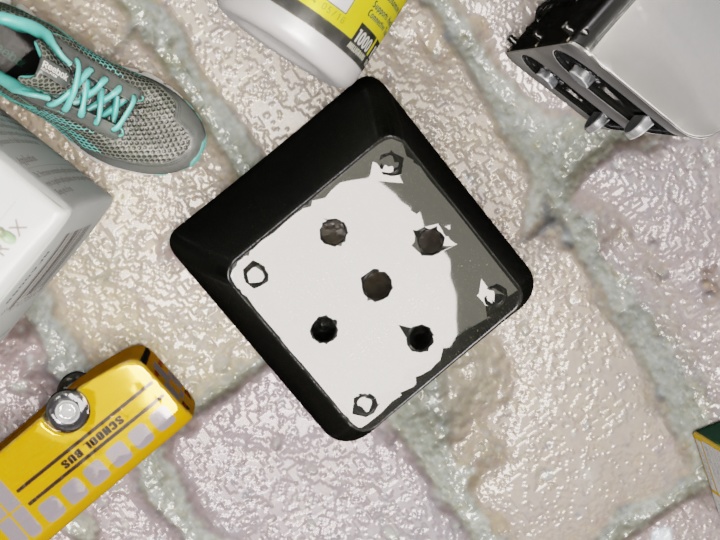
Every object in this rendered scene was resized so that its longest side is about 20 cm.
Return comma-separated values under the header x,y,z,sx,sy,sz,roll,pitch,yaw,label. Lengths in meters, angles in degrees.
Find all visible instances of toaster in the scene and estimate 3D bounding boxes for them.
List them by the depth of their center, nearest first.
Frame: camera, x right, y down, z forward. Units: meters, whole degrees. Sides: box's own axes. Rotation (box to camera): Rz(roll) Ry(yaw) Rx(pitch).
x,y,z,sx,sy,sz,roll,pitch,yaw,label
0.214,-0.186,0.748,0.119,0.181,0.200,41,92,-12,toaster

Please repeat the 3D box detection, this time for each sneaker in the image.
x,y,z,sx,sy,sz,roll,pitch,yaw,label
-0.200,-0.124,0.754,0.200,0.091,0.078,27,94,-8,sneaker

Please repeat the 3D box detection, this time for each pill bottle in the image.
x,y,z,sx,sy,sz,roll,pitch,yaw,label
-0.001,-0.235,0.751,0.112,0.112,0.200,32,93,-8,pill bottle

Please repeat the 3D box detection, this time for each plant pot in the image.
x,y,z,sx,sy,sz,roll,pitch,yaw,label
0.000,0.000,0.746,0.200,0.177,0.200,-39,98,0,plant pot

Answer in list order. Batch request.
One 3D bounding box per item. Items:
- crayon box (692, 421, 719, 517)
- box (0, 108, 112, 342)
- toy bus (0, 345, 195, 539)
x,y,z,sx,sy,sz,roll,pitch,yaw,label
0.318,0.188,0.787,0.052,0.200,0.126,-21,98,-3,crayon box
-0.293,-0.021,0.701,0.171,0.199,0.200,40,91,-8,box
-0.220,0.136,0.795,0.200,0.065,0.078,-40,100,-1,toy bus
